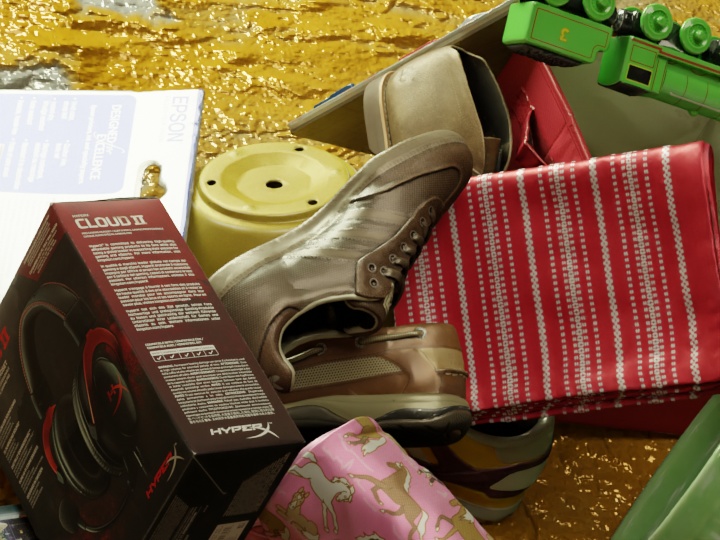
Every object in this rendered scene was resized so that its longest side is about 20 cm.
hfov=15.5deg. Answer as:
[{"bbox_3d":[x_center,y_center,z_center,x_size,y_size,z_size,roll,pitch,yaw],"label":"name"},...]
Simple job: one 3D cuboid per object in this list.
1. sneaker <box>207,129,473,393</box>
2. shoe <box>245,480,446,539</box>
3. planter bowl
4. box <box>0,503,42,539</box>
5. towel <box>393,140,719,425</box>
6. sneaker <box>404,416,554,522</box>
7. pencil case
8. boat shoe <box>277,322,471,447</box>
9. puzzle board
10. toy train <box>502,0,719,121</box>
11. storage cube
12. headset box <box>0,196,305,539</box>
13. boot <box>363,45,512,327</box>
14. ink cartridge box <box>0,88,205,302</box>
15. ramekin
[{"bbox_3d":[0.000,0.000,1.461,0.200,0.070,0.076,-36,66,-24],"label":"sneaker"},{"bbox_3d":[-0.046,0.127,1.484,0.200,0.091,0.072,21,42,-3],"label":"shoe"},{"bbox_3d":[-0.051,-0.021,1.589,0.200,0.084,0.200,-1,31,1],"label":"planter bowl"},{"bbox_3d":[-0.186,0.214,1.374,0.136,0.038,0.200,-5,49,-29],"label":"box"},{"bbox_3d":[0.111,0.010,1.493,0.200,0.022,0.145,-9,78,19],"label":"towel"},{"bbox_3d":[0.017,0.077,1.564,0.200,0.090,0.075,17,42,-7],"label":"sneaker"},{"bbox_3d":[0.037,0.169,1.375,0.083,0.087,0.200,-39,73,-20],"label":"pencil case"},{"bbox_3d":[-0.035,0.060,1.492,0.200,0.076,0.074,0,76,10],"label":"boat shoe"},{"bbox_3d":[0.073,-0.123,1.684,0.151,0.200,0.017,11,59,-53],"label":"puzzle board"},{"bbox_3d":[0.174,-0.129,1.582,0.200,0.042,0.056,17,84,-25],"label":"toy train"},{"bbox_3d":[0.158,-0.022,1.644,0.200,0.180,0.171,6,44,-29],"label":"storage cube"},{"bbox_3d":[-0.131,0.068,1.410,0.075,0.149,0.200,-3,49,-39],"label":"headset box"},{"bbox_3d":[0.056,-0.042,1.565,0.074,0.075,0.200,14,56,-46],"label":"boot"},{"bbox_3d":[-0.198,-0.033,1.575,0.200,0.047,0.198,2,42,2],"label":"ink cartridge box"},{"bbox_3d":[0.219,0.145,1.512,0.098,0.200,0.200,36,43,2],"label":"ramekin"}]
